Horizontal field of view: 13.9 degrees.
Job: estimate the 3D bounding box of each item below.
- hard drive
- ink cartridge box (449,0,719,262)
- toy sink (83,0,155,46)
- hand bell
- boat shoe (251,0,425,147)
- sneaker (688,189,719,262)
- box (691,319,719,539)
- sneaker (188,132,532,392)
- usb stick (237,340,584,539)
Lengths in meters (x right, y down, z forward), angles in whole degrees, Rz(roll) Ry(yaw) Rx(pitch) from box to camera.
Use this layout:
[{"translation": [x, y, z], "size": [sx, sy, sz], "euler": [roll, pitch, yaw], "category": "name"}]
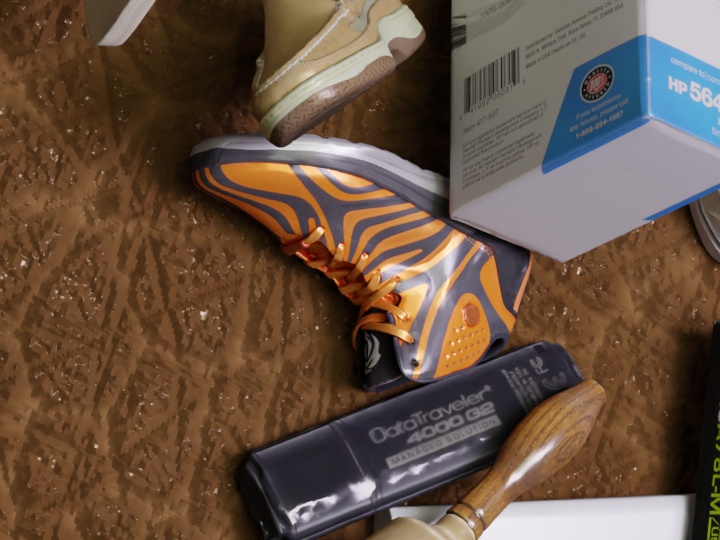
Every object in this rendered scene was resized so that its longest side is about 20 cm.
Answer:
[{"translation": [0.103, 0.188, 1.564], "size": [0.199, 0.026, 0.133], "euler": [0, 86, -26], "category": "hard drive"}, {"translation": [0.120, -0.127, 1.497], "size": [0.084, 0.146, 0.201], "euler": [21, 59, -34], "category": "ink cartridge box"}, {"translation": [-0.069, -0.219, 1.422], "size": [0.112, 0.130, 0.201], "euler": [2, 64, -26], "category": "toy sink"}, {"translation": [0.058, 0.124, 1.492], "size": [0.200, 0.104, 0.104], "euler": [-42, 104, -26], "category": "hand bell"}, {"translation": [-0.025, -0.116, 1.455], "size": [0.071, 0.200, 0.076], "euler": [-31, 96, 14], "category": "boat shoe"}, {"translation": [0.198, -0.099, 1.609], "size": [0.073, 0.071, 0.201], "euler": [-27, 98, -25], "category": "sneaker"}, {"translation": [0.265, 0.139, 1.622], "size": [0.192, 0.047, 0.201], "euler": [13, 79, -33], "category": "box"}, {"translation": [0.000, 0.000, 1.500], "size": [0.199, 0.077, 0.113], "euler": [15, 78, -24], "category": "sneaker"}, {"translation": [0.030, 0.088, 1.530], "size": [0.199, 0.033, 0.056], "euler": [-20, 70, -26], "category": "usb stick"}]
